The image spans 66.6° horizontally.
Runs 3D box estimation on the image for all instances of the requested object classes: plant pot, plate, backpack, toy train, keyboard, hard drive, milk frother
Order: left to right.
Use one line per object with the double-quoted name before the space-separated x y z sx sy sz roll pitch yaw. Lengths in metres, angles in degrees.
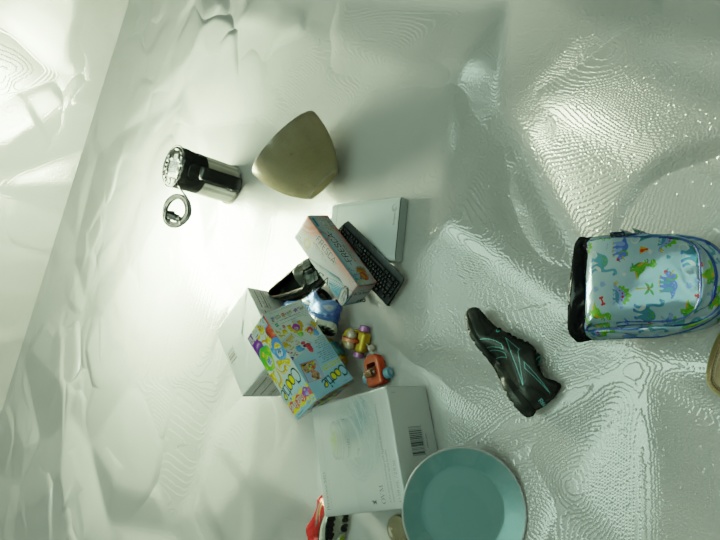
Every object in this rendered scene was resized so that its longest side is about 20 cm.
"milk frother" -0.442 -0.213 1.518 0.180 0.187 0.201 40 109 41
"plant pot" -0.129 -0.244 1.259 0.134 0.200 0.200 45 116 0
"toy train" -0.028 0.195 1.138 0.199 0.055 0.151 -23 66 37
"keyboard" 0.000 0.000 1.154 0.200 0.021 0.128 47 125 29
"hard drive" 0.010 -0.084 1.183 0.199 0.027 0.133 0 81 42
"plate" 0.165 0.385 0.880 0.199 0.026 0.202 0 79 2
"backpack" 0.390 0.020 0.746 0.199 0.154 0.164 4 77 30

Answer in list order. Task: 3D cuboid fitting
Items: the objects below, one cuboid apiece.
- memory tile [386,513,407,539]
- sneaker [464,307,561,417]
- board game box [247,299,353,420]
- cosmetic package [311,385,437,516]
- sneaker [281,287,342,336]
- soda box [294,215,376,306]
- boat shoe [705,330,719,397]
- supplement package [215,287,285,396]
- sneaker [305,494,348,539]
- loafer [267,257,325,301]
"memory tile" 0.132 0.493 0.954 0.199 0.017 0.154 -30 62 36
"sneaker" 0.246 0.136 0.899 0.079 0.075 0.201 -38 63 15
"board game box" -0.126 0.180 1.121 0.200 0.105 0.103 55 135 17
"cosmetic package" 0.027 0.333 1.014 0.199 0.122 0.201 -26 64 38
"sneaker" -0.104 0.087 1.230 0.199 0.078 0.090 7 63 49
"soda box" -0.055 -0.025 1.146 0.200 0.063 0.069 54 126 24
"boat shoe" 0.490 0.069 0.678 0.074 0.066 0.201 31 102 42
"supplement package" -0.229 0.170 1.292 0.156 0.111 0.200 -50 52 22
"sneaker" -0.080 0.555 1.111 0.085 0.077 0.201 10 81 54
"loafer" -0.140 0.023 1.260 0.200 0.063 0.072 -36 62 41
